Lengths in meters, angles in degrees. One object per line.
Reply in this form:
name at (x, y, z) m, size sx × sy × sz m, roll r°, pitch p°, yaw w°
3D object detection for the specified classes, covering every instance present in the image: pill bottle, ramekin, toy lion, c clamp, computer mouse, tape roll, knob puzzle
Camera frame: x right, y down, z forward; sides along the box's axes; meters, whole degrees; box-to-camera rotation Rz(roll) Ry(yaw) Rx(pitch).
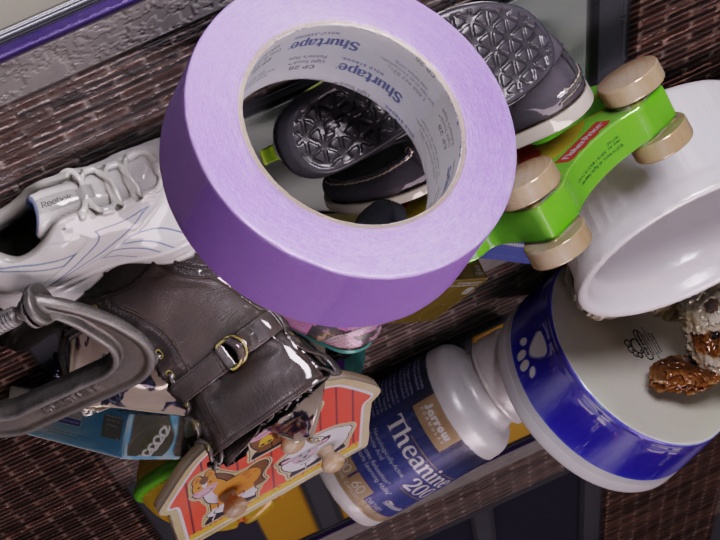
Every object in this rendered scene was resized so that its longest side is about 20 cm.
pill bottle at (0.062, 0.136, 2.206) m, size 0.199 × 0.111 × 0.111 m, roll -32°, pitch 160°, yaw 17°
ramekin at (0.237, -0.057, 1.892) m, size 0.200 × 0.098 × 0.201 m, roll -22°, pitch 157°, yaw -10°
toy lion at (0.107, -0.064, 1.736) m, size 0.200 × 0.069 × 0.191 m, roll -43°, pitch -157°, yaw -30°
c clamp at (-0.240, 0.058, 1.591) m, size 0.199 × 0.027 × 0.171 m, roll -20°, pitch 138°, yaw 24°
computer mouse at (-0.007, 0.010, 1.713) m, size 0.034 × 0.059 × 0.200 m, roll 6°, pitch 150°, yaw -13°
tape roll at (-0.013, -0.070, 1.432) m, size 0.199 × 0.201 × 0.066 m, roll -16°, pitch 160°, yaw -26°
knob puzzle at (-0.066, 0.142, 1.898) m, size 0.219 × 0.031 × 0.220 m, roll -28°, pitch 157°, yaw -13°

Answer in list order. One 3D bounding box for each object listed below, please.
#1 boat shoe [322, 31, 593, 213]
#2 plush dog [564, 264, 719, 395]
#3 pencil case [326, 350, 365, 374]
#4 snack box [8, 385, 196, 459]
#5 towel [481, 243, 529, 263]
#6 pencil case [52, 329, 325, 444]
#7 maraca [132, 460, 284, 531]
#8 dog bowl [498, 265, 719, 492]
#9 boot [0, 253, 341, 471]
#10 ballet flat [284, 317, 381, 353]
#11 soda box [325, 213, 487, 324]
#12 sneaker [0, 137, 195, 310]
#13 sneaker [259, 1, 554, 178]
boat shoe at (0.057, -0.103, 1.688) m, size 0.199 × 0.073 × 0.063 m, roll -23°, pitch 119°, yaw 11°
plush dog at (0.298, 0.013, 2.081) m, size 0.200 × 0.172 × 0.160 m, roll -36°, pitch 160°, yaw 22°
pencil case at (-0.086, 0.069, 1.888) m, size 0.092 × 0.086 × 0.200 m, roll 0°, pitch 177°, yaw 35°
snack box at (-0.163, 0.117, 1.896) m, size 0.116 × 0.037 × 0.200 m, roll 11°, pitch -178°, yaw 32°
towel at (0.176, -0.067, 1.963) m, size 0.200 × 0.024 × 0.144 m, roll -39°, pitch 155°, yaw 29°
pencil case at (-0.116, 0.071, 1.745) m, size 0.199 × 0.090 × 0.078 m, roll 10°, pitch -171°, yaw -13°
maraca at (-0.100, 0.157, 2.068) m, size 0.199 × 0.107 × 0.137 m, roll -11°, pitch 166°, yaw -39°
dog bowl at (0.221, 0.086, 2.138) m, size 0.199 × 0.201 × 0.079 m, roll -7°, pitch 151°, yaw -43°
boot at (-0.132, 0.055, 1.640) m, size 0.199 × 0.175 × 0.069 m, roll -32°, pitch 176°, yaw 17°
ballet flat at (-0.070, -0.002, 1.679) m, size 0.069 × 0.199 × 0.072 m, roll -30°, pitch 128°, yaw -47°
soda box at (0.000, 0.000, 1.845) m, size 0.199 × 0.064 × 0.068 m, roll -2°, pitch 151°, yaw -48°
sneaker at (-0.159, -0.036, 1.547) m, size 0.199 × 0.075 × 0.087 m, roll -29°, pitch 155°, yaw 9°
sneaker at (0.026, -0.119, 1.597) m, size 0.199 × 0.072 × 0.083 m, roll -21°, pitch -175°, yaw -8°
